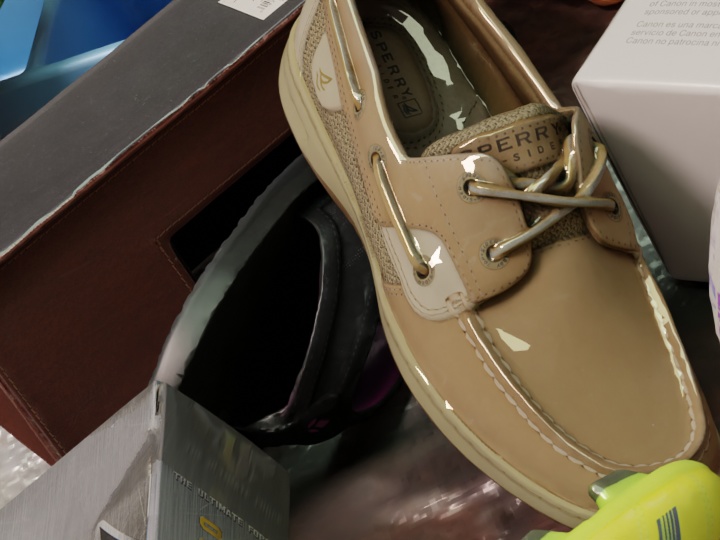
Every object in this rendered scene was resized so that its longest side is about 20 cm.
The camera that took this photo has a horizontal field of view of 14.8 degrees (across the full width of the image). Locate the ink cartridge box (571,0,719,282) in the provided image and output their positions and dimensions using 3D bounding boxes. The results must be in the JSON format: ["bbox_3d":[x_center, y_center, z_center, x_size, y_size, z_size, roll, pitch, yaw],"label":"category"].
[{"bbox_3d":[0.175,-0.090,0.787,0.146,0.083,0.200,6,50,40],"label":"ink cartridge box"}]

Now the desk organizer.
[{"bbox_3d":[-0.049,-0.032,0.875,0.200,0.077,0.072,-41,28,-14],"label":"desk organizer"}]

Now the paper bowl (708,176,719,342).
[{"bbox_3d":[0.174,-0.008,0.589,0.200,0.201,0.105,-24,35,9],"label":"paper bowl"}]

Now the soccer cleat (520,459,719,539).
[{"bbox_3d":[0.042,0.130,0.653,0.083,0.065,0.200,29,58,20],"label":"soccer cleat"}]

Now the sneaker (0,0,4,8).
[{"bbox_3d":[-0.173,-0.049,0.931,0.076,0.084,0.201,10,90,22],"label":"sneaker"}]

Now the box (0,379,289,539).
[{"bbox_3d":[-0.100,0.142,0.675,0.200,0.048,0.159,-39,30,27],"label":"box"}]

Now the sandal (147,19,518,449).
[{"bbox_3d":[0.000,-0.001,0.820,0.048,0.075,0.201,21,58,27],"label":"sandal"}]

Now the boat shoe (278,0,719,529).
[{"bbox_3d":[0.036,-0.015,0.758,0.071,0.065,0.200,-20,58,-24],"label":"boat shoe"}]

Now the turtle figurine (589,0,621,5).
[{"bbox_3d":[0.102,-0.148,0.924,0.162,0.064,0.200,-53,42,-3],"label":"turtle figurine"}]

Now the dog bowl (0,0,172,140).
[{"bbox_3d":[-0.101,-0.080,1.002,0.199,0.050,0.112,-16,38,19],"label":"dog bowl"}]
